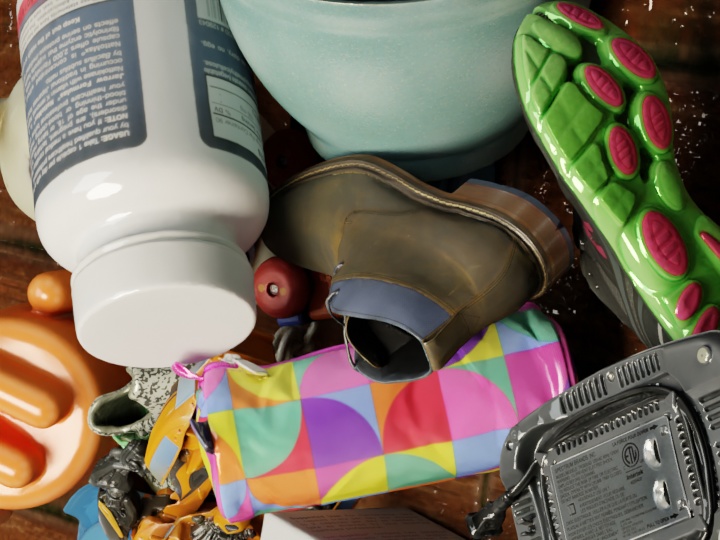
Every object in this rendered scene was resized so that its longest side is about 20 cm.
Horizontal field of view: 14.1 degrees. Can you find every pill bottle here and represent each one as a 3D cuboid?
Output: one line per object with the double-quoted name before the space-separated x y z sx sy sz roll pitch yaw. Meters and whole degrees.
"pill bottle" -0.109 -0.059 1.480 0.120 0.120 0.200 -38 50 44

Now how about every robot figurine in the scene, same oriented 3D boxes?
"robot figurine" -0.064 0.111 1.581 0.058 0.145 0.200 -88 21 -44
"robot figurine" -0.196 0.076 1.739 0.117 0.200 0.144 -13 93 7

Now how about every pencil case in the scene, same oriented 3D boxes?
"pencil case" 0.011 0.069 1.458 0.088 0.200 0.088 170 90 -86

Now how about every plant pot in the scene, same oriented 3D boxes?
"plant pot" 0.026 -0.130 1.475 0.200 0.200 0.134 39 146 44

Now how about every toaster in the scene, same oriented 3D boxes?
"toaster" 0.158 0.100 1.328 0.200 0.129 0.114 -31 65 46

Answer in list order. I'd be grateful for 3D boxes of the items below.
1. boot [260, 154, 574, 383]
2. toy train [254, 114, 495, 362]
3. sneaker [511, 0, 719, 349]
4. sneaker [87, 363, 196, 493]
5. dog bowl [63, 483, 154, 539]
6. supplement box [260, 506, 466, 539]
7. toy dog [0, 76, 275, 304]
"boot" 0.000 0.000 1.423 0.200 0.097 0.075 5 130 46
"toy train" 0.010 0.015 1.568 0.116 0.085 0.200 14 107 33
"sneaker" 0.120 -0.032 1.387 0.084 0.077 0.200 -19 98 61
"sneaker" -0.116 0.080 1.673 0.200 0.089 0.077 123 145 -63
"dog bowl" -0.159 0.212 1.779 0.200 0.050 0.112 -54 50 36
"supplement box" 0.036 0.200 1.497 0.200 0.103 0.101 24 108 47
"toy dog" -0.115 -0.045 1.630 0.140 0.194 0.200 -60 38 18
